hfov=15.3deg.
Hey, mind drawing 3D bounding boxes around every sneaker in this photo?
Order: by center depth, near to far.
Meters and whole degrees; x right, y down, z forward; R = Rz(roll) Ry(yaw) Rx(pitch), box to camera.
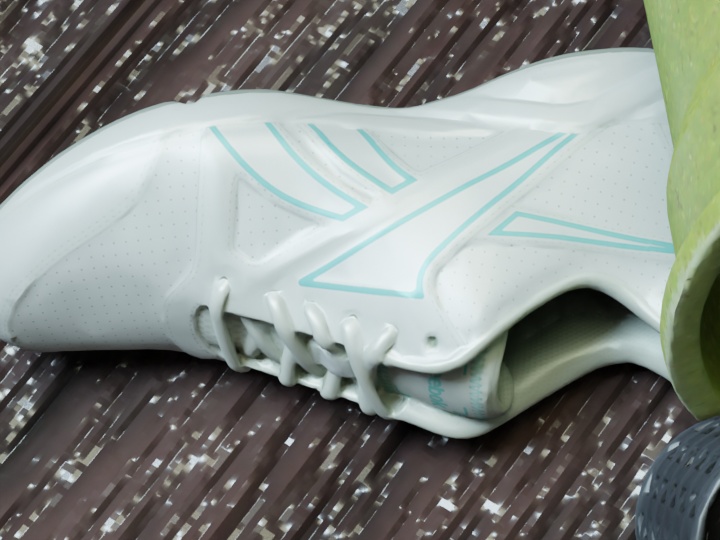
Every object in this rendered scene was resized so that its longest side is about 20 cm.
[{"bbox_3d":[0.000,0.000,0.663,0.199,0.071,0.081,-9,62,3],"label":"sneaker"}]

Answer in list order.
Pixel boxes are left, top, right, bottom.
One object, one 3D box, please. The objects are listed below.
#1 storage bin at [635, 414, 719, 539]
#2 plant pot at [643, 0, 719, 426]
[{"bbox_3d":[0.169,0.075,0.548,0.199,0.094,0.136,-17,90,-2],"label":"storage bin"},{"bbox_3d":[0.136,-0.087,0.612,0.199,0.201,0.185,-16,61,-1],"label":"plant pot"}]
